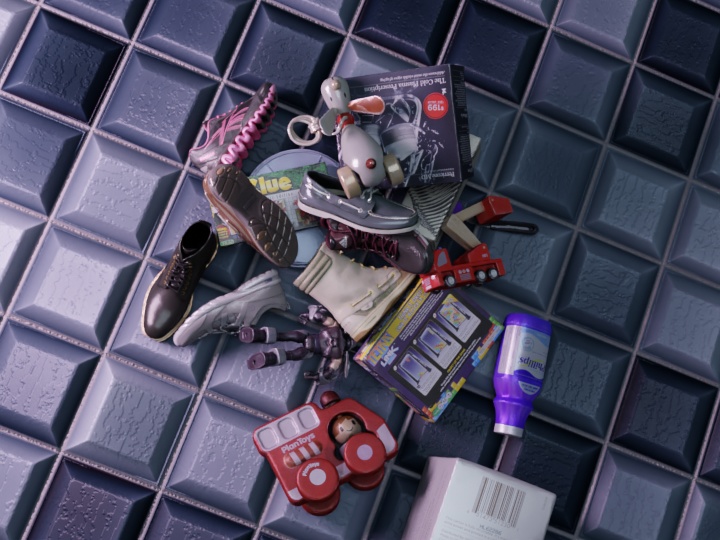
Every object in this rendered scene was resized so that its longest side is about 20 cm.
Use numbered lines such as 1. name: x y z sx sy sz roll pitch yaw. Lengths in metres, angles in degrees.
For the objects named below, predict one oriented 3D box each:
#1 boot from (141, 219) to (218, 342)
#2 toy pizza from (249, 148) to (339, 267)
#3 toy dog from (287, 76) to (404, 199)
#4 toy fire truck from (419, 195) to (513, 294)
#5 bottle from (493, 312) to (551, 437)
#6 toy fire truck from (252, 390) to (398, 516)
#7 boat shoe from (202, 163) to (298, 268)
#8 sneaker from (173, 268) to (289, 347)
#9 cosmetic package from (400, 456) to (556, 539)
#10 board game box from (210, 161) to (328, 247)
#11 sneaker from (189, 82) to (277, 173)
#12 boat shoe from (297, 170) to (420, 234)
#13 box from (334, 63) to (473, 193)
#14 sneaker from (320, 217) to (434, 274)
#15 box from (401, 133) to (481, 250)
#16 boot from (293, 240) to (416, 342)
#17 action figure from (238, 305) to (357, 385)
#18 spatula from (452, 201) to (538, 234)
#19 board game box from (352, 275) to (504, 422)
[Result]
1. boot: -0.291 0.011 1.548 0.077 0.138 0.200 23 79 -4
2. toy pizza: -0.100 -0.104 1.649 0.200 0.032 0.200 1 83 -8
3. toy dog: -0.011 -0.203 1.478 0.132 0.096 0.200 -42 83 -10
4. toy fire truck: 0.173 -0.044 1.608 0.200 0.049 0.141 -9 78 -33
5. bottle: 0.262 0.174 1.631 0.083 0.065 0.200 20 76 -31
6. toy fire truck: -0.051 0.279 1.561 0.200 0.112 0.168 -27 66 -12
7. boat shoe: -0.175 -0.086 1.565 0.076 0.072 0.200 -46 110 -26
8. sneaker: -0.205 0.076 1.582 0.200 0.075 0.082 -30 93 -8
9. cosmetic package: 0.174 0.391 1.517 0.167 0.200 0.167 20 78 -4
10. board game box: -0.143 -0.109 1.616 0.200 0.023 0.105 -13 83 -9
11. sneaker: -0.213 -0.241 1.642 0.095 0.079 0.200 30 76 10
12. boat shoe: -0.003 -0.108 1.526 0.200 0.073 0.062 15 121 15
13. box: 0.068 -0.225 1.572 0.200 0.104 0.182 -5 99 18
14. sneaker: 0.012 -0.039 1.545 0.115 0.076 0.200 -19 39 -40
15. box: 0.130 -0.140 1.662 0.082 0.068 0.200 22 78 10
16. boot: 0.000 0.000 1.607 0.155 0.072 0.200 41 59 1
17. action figure: -0.089 0.119 1.583 0.200 0.069 0.130 1 69 -32
18. spatula: 0.210 -0.084 1.695 0.200 0.021 0.057 8 74 -8
19. board game box: 0.112 0.119 1.615 0.165 0.057 0.200 41 77 -10
